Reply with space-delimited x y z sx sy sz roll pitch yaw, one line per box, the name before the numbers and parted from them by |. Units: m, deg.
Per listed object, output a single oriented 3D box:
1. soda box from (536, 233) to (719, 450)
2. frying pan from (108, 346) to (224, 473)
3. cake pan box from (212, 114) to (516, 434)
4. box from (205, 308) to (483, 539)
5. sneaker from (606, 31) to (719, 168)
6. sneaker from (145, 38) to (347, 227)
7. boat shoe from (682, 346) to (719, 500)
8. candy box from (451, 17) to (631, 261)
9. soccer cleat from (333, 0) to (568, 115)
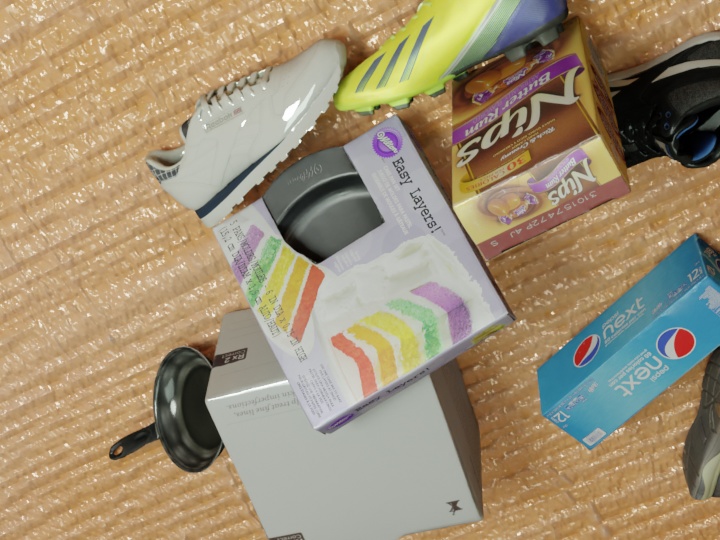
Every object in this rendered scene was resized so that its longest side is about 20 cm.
soda box | 0.246 0.064 1.190 0.064 0.068 0.200 35 119 -20
frying pan | -0.170 0.153 1.264 0.031 0.115 0.191 -4 138 -41
cake pan box | 0.000 0.000 1.090 0.183 0.052 0.201 -29 74 6
box | -0.009 0.130 1.212 0.197 0.131 0.201 -13 122 11
sneaker | 0.213 -0.106 1.052 0.199 0.112 0.073 -30 116 21
sneaker | -0.090 -0.121 1.089 0.080 0.077 0.200 42 115 -11
boat shoe | 0.348 0.129 1.231 0.073 0.075 0.201 4 133 -4
candy box | 0.129 -0.103 1.007 0.116 0.201 0.057 -26 119 19
soccer cleat | 0.062 -0.183 1.049 0.199 0.065 0.084 -23 101 19
